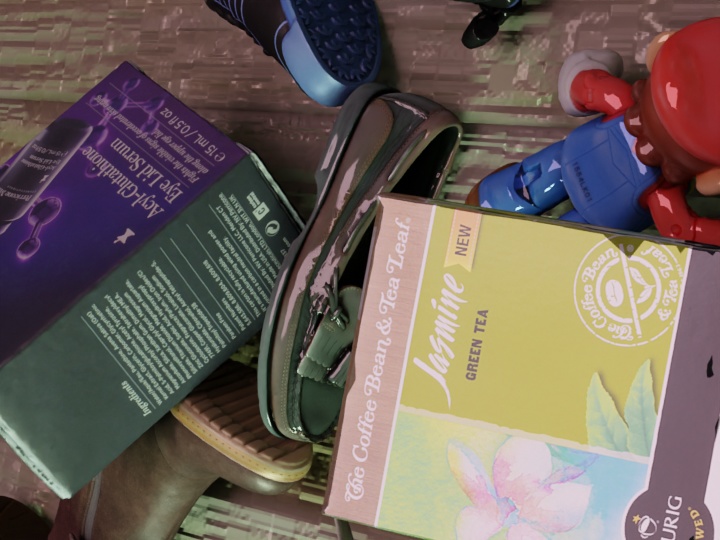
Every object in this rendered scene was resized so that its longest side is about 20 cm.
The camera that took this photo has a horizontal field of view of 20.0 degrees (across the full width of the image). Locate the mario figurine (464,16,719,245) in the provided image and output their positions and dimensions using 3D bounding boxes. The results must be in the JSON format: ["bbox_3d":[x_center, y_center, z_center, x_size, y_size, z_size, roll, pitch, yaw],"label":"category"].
[{"bbox_3d":[0.147,-0.051,0.964,0.200,0.123,0.106,-34,17,45],"label":"mario figurine"}]

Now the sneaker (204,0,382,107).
[{"bbox_3d":[-0.049,-0.159,1.173,0.078,0.070,0.200,-46,47,34],"label":"sneaker"}]

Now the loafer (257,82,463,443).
[{"bbox_3d":[0.000,0.000,1.093,0.063,0.072,0.200,17,92,36],"label":"loafer"}]

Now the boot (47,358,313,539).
[{"bbox_3d":[-0.109,0.130,1.198,0.200,0.072,0.167,30,118,40],"label":"boot"}]

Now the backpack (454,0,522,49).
[{"bbox_3d":[0.030,-0.249,1.055,0.200,0.154,0.191,-61,37,23],"label":"backpack"}]

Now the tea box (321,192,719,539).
[{"bbox_3d":[0.118,0.054,0.832,0.197,0.200,0.134,9,90,22],"label":"tea box"}]

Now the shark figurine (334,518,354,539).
[{"bbox_3d":[0.086,0.165,0.955,0.090,0.214,0.128,-77,-7,-54],"label":"shark figurine"}]

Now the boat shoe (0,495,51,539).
[{"bbox_3d":[-0.199,0.212,1.257,0.200,0.072,0.065,36,117,45],"label":"boat shoe"}]

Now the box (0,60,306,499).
[{"bbox_3d":[-0.147,0.002,1.145,0.200,0.104,0.148,-42,43,-11],"label":"box"}]
